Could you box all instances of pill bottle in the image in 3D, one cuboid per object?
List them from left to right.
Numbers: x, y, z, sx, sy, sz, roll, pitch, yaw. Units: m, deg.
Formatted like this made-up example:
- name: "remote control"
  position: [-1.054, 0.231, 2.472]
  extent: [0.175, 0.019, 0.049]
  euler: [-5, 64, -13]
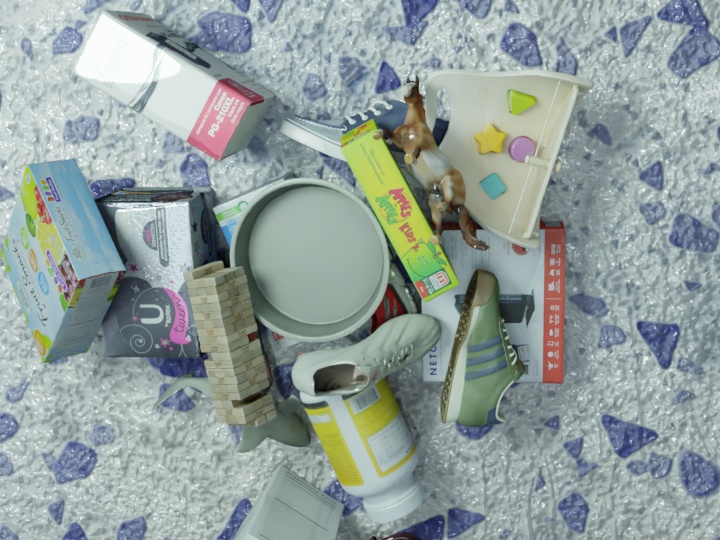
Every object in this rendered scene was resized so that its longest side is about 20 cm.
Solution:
- name: "pill bottle"
  position: [0.008, 0.220, 1.254]
  extent: [0.111, 0.112, 0.201]
  euler: [-22, 101, 12]

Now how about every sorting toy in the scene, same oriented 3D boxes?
- name: "sorting toy"
  position: [0.150, -0.152, 1.134]
  extent: [0.179, 0.107, 0.201]
  euler: [15, 105, -3]

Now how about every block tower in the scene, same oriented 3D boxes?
- name: "block tower"
  position: [-0.157, 0.091, 1.171]
  extent: [0.058, 0.054, 0.201]
  euler: [-6, 101, 40]

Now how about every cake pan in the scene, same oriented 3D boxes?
- name: "cake pan"
  position: [-0.059, -0.014, 1.170]
  extent: [0.199, 0.037, 0.202]
  euler: [3, 103, 13]

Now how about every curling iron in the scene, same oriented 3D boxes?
- name: "curling iron"
  position: [-0.156, 0.072, 1.281]
  extent: [0.049, 0.026, 0.201]
  euler: [-10, 102, 6]

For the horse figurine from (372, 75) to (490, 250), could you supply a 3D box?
- name: "horse figurine"
  position: [0.079, -0.109, 1.077]
  extent: [0.050, 0.133, 0.201]
  euler: [-27, 102, 25]

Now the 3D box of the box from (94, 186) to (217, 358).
- name: "box"
  position: [-0.254, 0.001, 1.230]
  extent: [0.131, 0.115, 0.201]
  euler: [0, 105, 7]

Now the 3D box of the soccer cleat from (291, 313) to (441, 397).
- name: "soccer cleat"
  position: [0.015, 0.108, 1.162]
  extent: [0.199, 0.078, 0.070]
  euler: [-18, 113, -17]

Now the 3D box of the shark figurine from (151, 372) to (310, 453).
- name: "shark figurine"
  position: [-0.161, 0.190, 1.252]
  extent: [0.213, 0.128, 0.090]
  euler: [24, 64, -4]

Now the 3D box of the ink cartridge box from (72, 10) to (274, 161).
- name: "ink cartridge box"
  position: [-0.218, -0.223, 1.152]
  extent: [0.199, 0.145, 0.085]
  euler: [31, 104, -2]

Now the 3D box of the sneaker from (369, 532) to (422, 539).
- name: "sneaker"
  position: [0.082, 0.431, 1.319]
  extent: [0.199, 0.076, 0.116]
  euler: [28, 103, 0]

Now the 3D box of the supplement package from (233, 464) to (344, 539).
- name: "supplement package"
  position: [-0.105, 0.363, 1.258]
  extent: [0.113, 0.200, 0.110]
  euler: [33, 105, -1]

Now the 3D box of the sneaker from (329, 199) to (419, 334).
- name: "sneaker"
  position: [0.000, 0.000, 1.206]
  extent: [0.085, 0.077, 0.201]
  euler: [-31, 99, -8]

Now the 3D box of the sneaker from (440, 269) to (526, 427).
- name: "sneaker"
  position: [0.160, 0.100, 1.181]
  extent: [0.089, 0.067, 0.201]
  euler: [11, 106, -3]

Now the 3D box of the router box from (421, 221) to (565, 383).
- name: "router box"
  position: [0.167, 0.041, 1.220]
  extent: [0.178, 0.049, 0.201]
  euler: [-1, 104, 7]

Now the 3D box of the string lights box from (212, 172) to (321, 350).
- name: "string lights box"
  position: [-0.097, -0.012, 1.235]
  extent: [0.102, 0.059, 0.201]
  euler: [-22, 100, 12]

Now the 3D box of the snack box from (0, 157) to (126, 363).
- name: "snack box"
  position: [-0.371, -0.009, 1.188]
  extent: [0.169, 0.067, 0.200]
  euler: [60, 141, 20]

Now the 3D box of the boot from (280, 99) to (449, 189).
- name: "boot"
  position: [0.008, -0.174, 1.182]
  extent: [0.199, 0.073, 0.091]
  euler: [19, 99, -6]

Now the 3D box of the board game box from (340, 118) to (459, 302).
- name: "board game box"
  position: [0.044, -0.071, 1.119]
  extent: [0.047, 0.102, 0.201]
  euler: [-28, 104, 6]
